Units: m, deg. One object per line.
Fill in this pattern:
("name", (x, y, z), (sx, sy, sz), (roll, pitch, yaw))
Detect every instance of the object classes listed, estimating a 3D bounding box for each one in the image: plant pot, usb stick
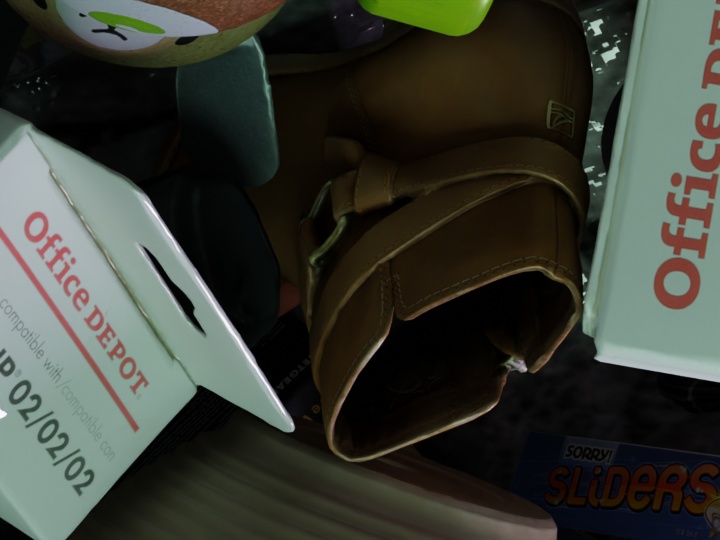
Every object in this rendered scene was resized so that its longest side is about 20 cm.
("plant pot", (-0.003, 0.100, 0.873), (0.200, 0.201, 0.093), (18, 93, -22))
("usb stick", (-0.090, 0.010, 0.907), (0.033, 0.056, 0.200), (-21, -177, -36))

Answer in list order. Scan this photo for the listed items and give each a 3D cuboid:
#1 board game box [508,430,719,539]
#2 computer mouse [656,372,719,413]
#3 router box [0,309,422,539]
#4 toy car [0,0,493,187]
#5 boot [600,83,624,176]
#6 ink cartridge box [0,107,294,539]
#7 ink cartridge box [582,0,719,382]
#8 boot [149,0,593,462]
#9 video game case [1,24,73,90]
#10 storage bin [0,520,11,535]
("board game box", (0.163, 0.100, 0.997), (0.135, 0.035, 0.200), (29, 164, -38))
("computer mouse", (0.170, -0.006, 0.963), (0.200, 0.059, 0.034), (-32, 113, 33))
("router box", (-0.056, 0.128, 1.018), (0.200, 0.052, 0.157), (-44, 134, -6))
("toy car", (-0.059, -0.089, 0.783), (0.164, 0.158, 0.200), (15, 140, -8))
("boot", (0.171, -0.065, 0.903), (0.200, 0.075, 0.097), (-25, 160, 8))
("ink cartridge box", (-0.123, 0.001, 0.823), (0.200, 0.068, 0.115), (25, 156, 40))
("ink cartridge box", (0.169, -0.030, 0.803), (0.199, 0.145, 0.084), (10, 178, 6))
("boot", (0.000, 0.000, 0.877), (0.077, 0.156, 0.200), (29, 128, -31))
("video game case", (-0.172, -0.086, 0.875), (0.200, 0.018, 0.143), (-26, 133, 23))
("storage bin", (-0.163, 0.196, 1.128), (0.135, 0.094, 0.200), (-11, 138, 9))
